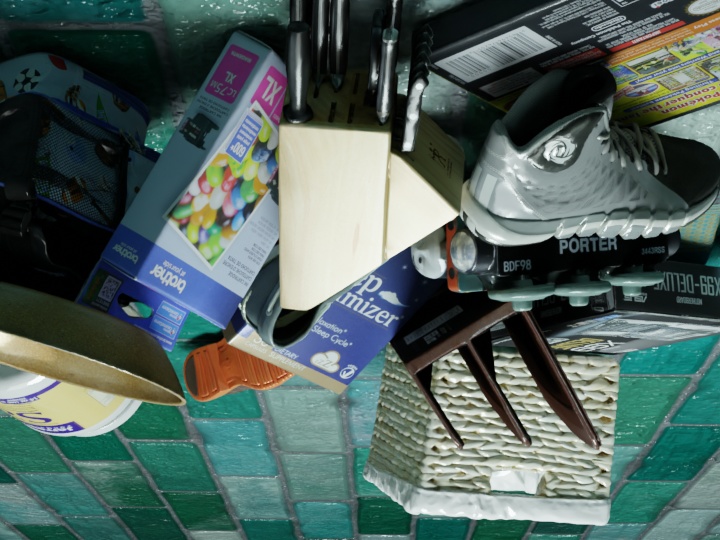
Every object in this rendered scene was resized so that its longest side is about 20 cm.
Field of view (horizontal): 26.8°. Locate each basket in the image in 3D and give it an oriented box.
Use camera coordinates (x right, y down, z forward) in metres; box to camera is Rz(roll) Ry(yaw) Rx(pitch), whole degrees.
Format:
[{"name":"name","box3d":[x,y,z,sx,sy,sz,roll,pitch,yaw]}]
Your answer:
[{"name":"basket","box3d":[0.125,0.148,1.459,0.197,0.162,0.200,6,-179,-14]}]

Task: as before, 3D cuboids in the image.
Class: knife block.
[{"name":"knife block","box3d":[-0.026,-0.084,0.941,0.200,0.064,0.175,-32,120,31]}]

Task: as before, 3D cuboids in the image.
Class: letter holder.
[{"name":"letter holder","box3d":[0.102,0.092,1.196,0.100,0.142,0.200,-31,-173,-1]}]

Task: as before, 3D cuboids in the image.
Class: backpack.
[{"name":"backpack","box3d":[-0.214,-0.047,1.027,0.199,0.155,0.190,-7,151,38]}]

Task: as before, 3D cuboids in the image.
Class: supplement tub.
[{"name":"supplement tub","box3d":[-0.275,0.064,1.343,0.145,0.146,0.200,-3,159,11]}]

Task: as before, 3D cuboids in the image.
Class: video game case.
[{"name":"video game case","box3d":[0.164,-0.139,0.942,0.199,0.026,0.180,-18,153,39]}]

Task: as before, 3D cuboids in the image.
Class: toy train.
[{"name":"toy train","box3d":[0.133,-0.018,1.083,0.199,0.086,0.114,-6,-176,-34]}]

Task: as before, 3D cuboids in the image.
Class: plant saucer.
[{"name":"plant saucer","box3d":[-0.204,0.042,0.982,0.199,0.036,0.200,15,167,3]}]

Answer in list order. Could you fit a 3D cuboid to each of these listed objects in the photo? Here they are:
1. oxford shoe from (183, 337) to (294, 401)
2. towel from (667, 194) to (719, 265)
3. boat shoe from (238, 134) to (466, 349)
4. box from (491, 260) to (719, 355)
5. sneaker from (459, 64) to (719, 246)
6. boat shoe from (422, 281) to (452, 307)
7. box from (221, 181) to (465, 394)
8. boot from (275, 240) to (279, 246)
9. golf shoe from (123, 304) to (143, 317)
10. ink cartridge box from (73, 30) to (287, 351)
[{"name":"oxford shoe","box3d":[-0.099,0.085,1.534,0.073,0.072,0.200,-8,175,-41]},{"name":"towel","box3d":[0.219,-0.033,1.241,0.146,0.022,0.200,-1,159,6]},{"name":"boat shoe","box3d":[0.000,-0.017,1.074,0.200,0.062,0.073,-37,128,7]},{"name":"box","box3d":[0.219,0.033,1.306,0.157,0.050,0.200,6,167,-29]},{"name":"sneaker","box3d":[0.163,-0.081,0.968,0.199,0.075,0.116,-12,137,-25]},{"name":"boat shoe","box3d":[0.003,0.021,1.232,0.200,0.065,0.073,-31,144,8]},{"name":"box","box3d":[0.000,0.000,1.151,0.121,0.032,0.200,27,112,-37]},{"name":"boot","box3d":[-0.125,-0.044,1.155,0.199,0.073,0.144,-5,161,-9]},{"name":"golf shoe","box3d":[-0.246,0.023,1.190,0.200,0.078,0.097,37,173,16]},{"name":"ink cartridge box","box3d":[-0.094,-0.041,0.987,0.042,0.200,0.119,31,177,30]}]
